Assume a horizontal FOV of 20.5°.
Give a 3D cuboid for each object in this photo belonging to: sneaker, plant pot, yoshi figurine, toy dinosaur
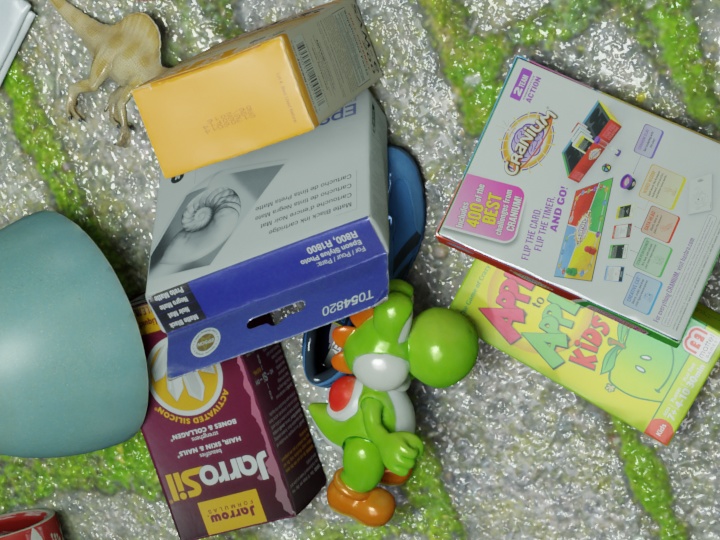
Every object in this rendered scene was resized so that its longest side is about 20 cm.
[{"bbox_3d":[0.000,0.000,1.573,0.066,0.078,0.201,21,106,13],"label":"sneaker"},{"bbox_3d":[-0.281,0.068,1.592,0.200,0.134,0.201,32,133,42],"label":"plant pot"},{"bbox_3d":[0.037,0.101,1.551,0.112,0.112,0.201,45,137,40],"label":"yoshi figurine"},{"bbox_3d":[-0.196,-0.165,1.608,0.200,0.058,0.102,34,112,32],"label":"toy dinosaur"}]

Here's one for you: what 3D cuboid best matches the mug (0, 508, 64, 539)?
[{"bbox_3d":[-0.312,0.319,1.714,0.177,0.133,0.201,-9,96,16],"label":"mug"}]

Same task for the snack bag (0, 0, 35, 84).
[{"bbox_3d":[-0.389,-0.191,1.674,0.200,0.021,0.189,33,109,10],"label":"snack bag"}]

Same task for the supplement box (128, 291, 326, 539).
[{"bbox_3d":[-0.118,0.107,1.627,0.110,0.086,0.201,-16,98,19],"label":"supplement box"}]

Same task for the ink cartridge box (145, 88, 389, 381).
[{"bbox_3d":[-0.072,-0.030,1.533,0.199,0.201,0.041,-21,134,19],"label":"ink cartridge box"}]

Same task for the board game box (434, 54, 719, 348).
[{"bbox_3d":[0.177,-0.052,1.495,0.199,0.040,0.154,25,85,8],"label":"board game box"}]

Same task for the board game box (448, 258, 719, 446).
[{"bbox_3d":[0.177,0.039,1.544,0.199,0.048,0.102,30,109,8],"label":"board game box"}]

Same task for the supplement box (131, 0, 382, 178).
[{"bbox_3d":[-0.073,-0.141,1.496,0.126,0.200,0.074,-17,101,18],"label":"supplement box"}]
